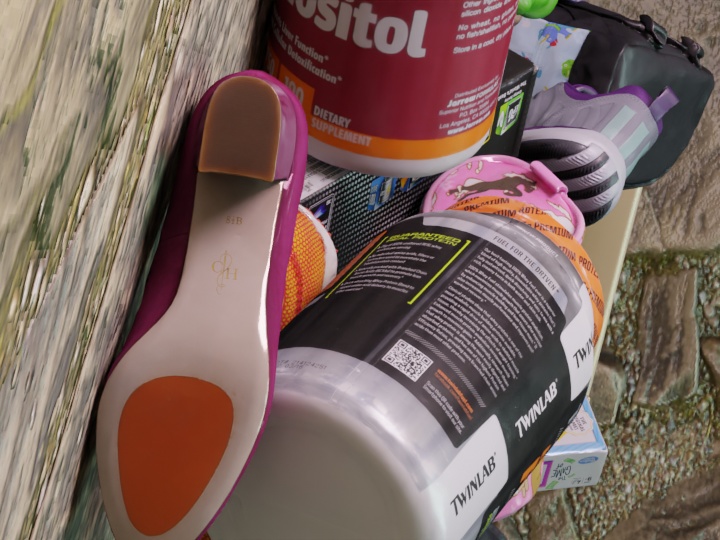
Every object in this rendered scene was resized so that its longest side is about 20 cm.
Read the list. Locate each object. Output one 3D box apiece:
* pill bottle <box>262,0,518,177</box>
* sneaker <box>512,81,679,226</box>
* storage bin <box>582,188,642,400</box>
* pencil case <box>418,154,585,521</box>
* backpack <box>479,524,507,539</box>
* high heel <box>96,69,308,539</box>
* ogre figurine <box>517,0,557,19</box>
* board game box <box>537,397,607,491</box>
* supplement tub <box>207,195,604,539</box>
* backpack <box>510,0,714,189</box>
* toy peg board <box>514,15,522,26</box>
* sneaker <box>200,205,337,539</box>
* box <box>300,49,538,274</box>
[{"bbox_3d":[0.022,-0.153,1.223,0.113,0.112,0.201,-69,171,-56],"label":"pill bottle"},{"bbox_3d":[0.083,-0.062,1.462,0.087,0.199,0.075,-42,118,-33],"label":"sneaker"},{"bbox_3d":[0.074,-0.029,1.763,0.094,0.197,0.201,-119,-138,-72],"label":"storage bin"},{"bbox_3d":[0.062,0.037,1.357,0.087,0.082,0.201,-74,172,-45],"label":"pencil case"},{"bbox_3d":[0.011,0.228,1.804,0.154,0.190,0.201,-57,-170,45],"label":"backpack"},{"bbox_3d":[-0.059,0.019,1.089,0.096,0.067,0.201,-26,133,-88],"label":"high heel"},{"bbox_3d":[0.040,-0.133,1.420,0.120,0.199,0.099,-27,98,-44],"label":"ogre figurine"},{"bbox_3d":[0.054,0.048,1.619,0.034,0.133,0.201,102,-23,-46],"label":"board game box"},{"bbox_3d":[0.024,0.053,1.166,0.200,0.122,0.123,-45,153,-48],"label":"supplement tub"},{"bbox_3d":[0.080,-0.106,1.573,0.155,0.199,0.163,-65,157,9],"label":"backpack"},{"bbox_3d":[0.132,-0.261,1.525,0.201,0.097,0.200,-62,-151,28],"label":"toy peg board"},{"bbox_3d":[-0.067,0.063,1.222,0.077,0.073,0.201,-25,129,-55],"label":"sneaker"},{"bbox_3d":[0.000,0.000,1.349,0.200,0.047,0.194,-31,142,-44],"label":"box"}]
